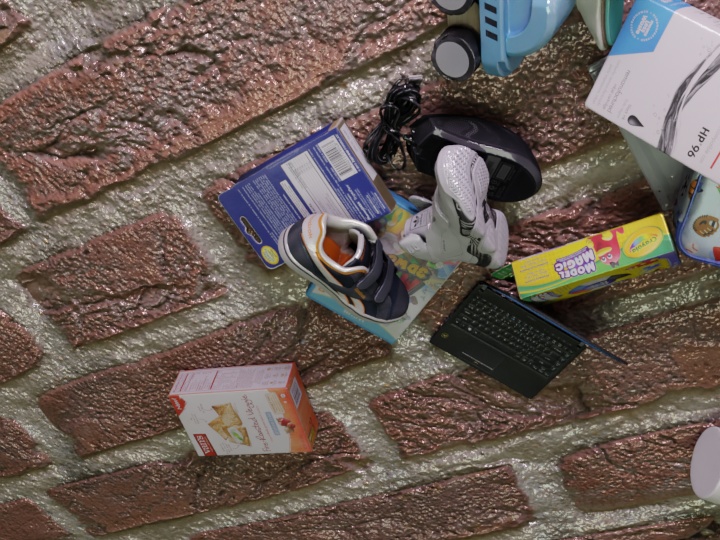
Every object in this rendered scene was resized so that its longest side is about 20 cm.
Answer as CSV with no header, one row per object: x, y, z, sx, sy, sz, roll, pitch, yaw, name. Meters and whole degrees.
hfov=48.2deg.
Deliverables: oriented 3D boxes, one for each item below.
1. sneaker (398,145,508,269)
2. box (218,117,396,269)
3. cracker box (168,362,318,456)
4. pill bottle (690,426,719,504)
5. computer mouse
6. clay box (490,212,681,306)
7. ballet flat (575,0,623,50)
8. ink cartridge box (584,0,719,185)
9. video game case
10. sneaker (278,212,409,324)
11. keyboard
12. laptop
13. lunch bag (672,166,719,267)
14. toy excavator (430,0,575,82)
0.089,-0.063,0.883,0.112,0.077,0.200,2,154,26,sneaker
-0.068,-0.087,0.968,0.197,0.033,0.122,-23,114,30,box
-0.176,0.214,1.221,0.195,0.058,0.136,-6,126,18,cracker box
0.555,0.282,1.072,0.195,0.115,0.116,15,130,0,pill bottle
0.110,-0.140,0.876,0.196,0.054,0.139,22,150,-5,computer mouse
0.257,-0.004,0.917,0.196,0.049,0.114,-21,165,23,clay box
0.211,-0.307,0.733,0.068,0.070,0.204,1,123,12,ballet flat
0.325,-0.160,0.744,0.199,0.067,0.118,37,126,23,ink cartridge box
0.033,-0.002,1.031,0.141,0.018,0.201,29,128,-11,video game case
0.000,0.000,0.954,0.198,0.080,0.079,30,142,-33,sneaker
0.312,-0.149,0.861,0.056,0.011,0.201,-27,118,23,keyboard
0.205,0.102,1.019,0.175,0.104,0.201,29,128,-10,laptop
0.417,-0.094,0.813,0.157,0.076,0.204,18,120,10,lunch bag
0.165,-0.263,0.707,0.196,0.100,0.198,14,134,26,toy excavator
